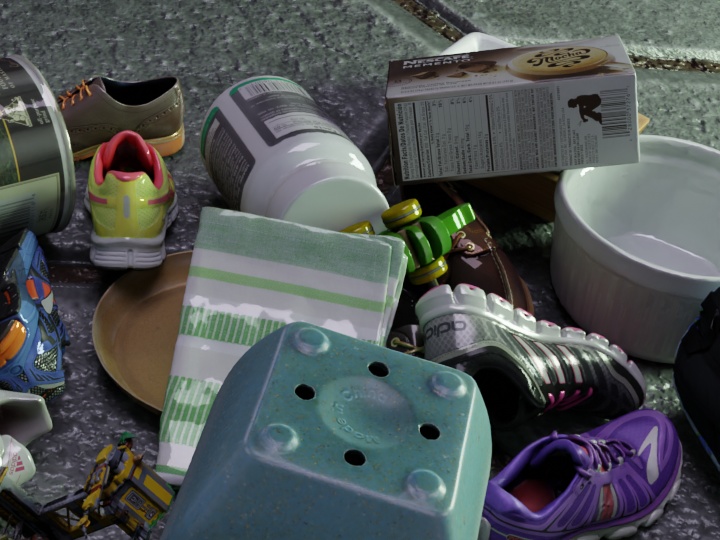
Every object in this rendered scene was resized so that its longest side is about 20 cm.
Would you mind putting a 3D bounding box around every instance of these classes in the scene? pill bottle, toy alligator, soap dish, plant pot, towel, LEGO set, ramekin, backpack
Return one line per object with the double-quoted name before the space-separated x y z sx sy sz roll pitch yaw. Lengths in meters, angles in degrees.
"pill bottle" -0.053 -0.072 1.196 0.112 0.114 0.200 -6 29 -19
"toy alligator" 0.000 0.000 1.092 0.199 0.060 0.054 -25 10 -9
"soap dish" 0.143 -0.132 1.370 0.199 0.082 0.157 27 41 21
"plant pot" -0.020 0.149 0.862 0.195 0.201 0.196 17 39 0
"towel" -0.056 0.062 1.035 0.152 0.023 0.201 10 75 2
"LEGO set" -0.207 0.164 0.836 0.153 0.116 0.201 -18 36 42
"ramekin" 0.250 -0.014 1.223 0.199 0.105 0.201 6 37 -4
"plant pot" -0.102 0.055 1.121 0.199 0.028 0.201 6 37 -5
"backpack" 0.313 0.094 1.068 0.153 0.164 0.200 2 33 -46

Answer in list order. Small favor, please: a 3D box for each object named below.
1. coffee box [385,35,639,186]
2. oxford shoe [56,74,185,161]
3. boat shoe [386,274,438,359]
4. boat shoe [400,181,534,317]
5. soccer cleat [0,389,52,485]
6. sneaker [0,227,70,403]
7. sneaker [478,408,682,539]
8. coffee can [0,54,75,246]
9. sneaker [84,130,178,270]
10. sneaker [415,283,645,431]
"coffee box" 0.122 -0.132 1.223 0.199 0.080 0.113 -5 23 6
"oxford shoe" -0.251 -0.137 1.294 0.199 0.073 0.071 -9 42 -23
"boat shoe" 0.033 0.061 1.114 0.071 0.061 0.202 3 38 -10
"boat shoe" 0.076 -0.010 1.195 0.070 0.070 0.200 -37 38 7
"soccer cleat" -0.257 0.139 0.934 0.086 0.070 0.200 -2 34 13
"sneaker" -0.251 0.037 1.083 0.075 0.079 0.200 -32 27 7
"sneaker" 0.156 0.142 1.020 0.199 0.084 0.081 -24 49 -37
"coffee can" -0.339 -0.074 1.136 0.199 0.147 0.146 -18 45 -32
"sneaker" -0.184 -0.075 1.201 0.078 0.091 0.200 -3 24 -11
"sneaker" 0.123 0.083 1.079 0.199 0.074 0.088 23 56 -26
